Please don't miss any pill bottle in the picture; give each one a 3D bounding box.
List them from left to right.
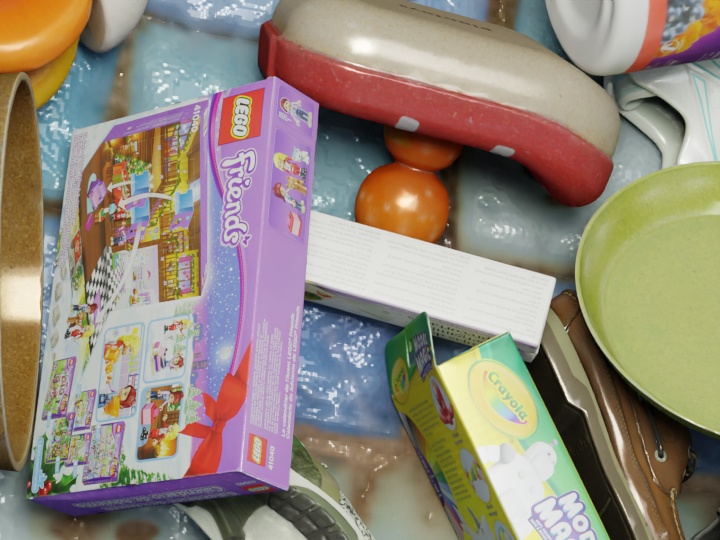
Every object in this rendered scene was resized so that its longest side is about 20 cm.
[{"bbox_3d":[0.205,-0.171,1.087,0.200,0.111,0.112,-11,80,-16],"label":"pill bottle"}]

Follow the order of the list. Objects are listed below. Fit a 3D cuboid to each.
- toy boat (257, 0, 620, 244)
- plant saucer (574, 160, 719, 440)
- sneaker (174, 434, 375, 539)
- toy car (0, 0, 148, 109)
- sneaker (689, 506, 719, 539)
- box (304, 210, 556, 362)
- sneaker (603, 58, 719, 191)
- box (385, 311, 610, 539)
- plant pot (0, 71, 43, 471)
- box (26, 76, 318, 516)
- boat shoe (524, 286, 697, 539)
[{"bbox_3d":[0.036,-0.070,1.095,0.200,0.131,0.131,14,103,-12],"label":"toy boat"},{"bbox_3d":[0.209,0.023,1.090,0.200,0.031,0.200,5,48,-5],"label":"plant saucer"},{"bbox_3d":[-0.056,0.101,1.046,0.077,0.089,0.200,-43,70,15],"label":"sneaker"},{"bbox_3d":[-0.203,-0.178,1.018,0.175,0.150,0.200,-25,85,-20],"label":"toy car"},{"bbox_3d":[0.204,0.154,1.054,0.082,0.200,0.077,5,44,5],"label":"sneaker"},{"bbox_3d":[0.000,0.000,1.069,0.200,0.039,0.042,15,74,3],"label":"box"},{"bbox_3d":[0.169,-0.137,1.164,0.080,0.070,0.201,-27,86,-18],"label":"sneaker"},{"bbox_3d":[0.075,0.113,1.046,0.048,0.117,0.200,-26,85,-14],"label":"box"},{"bbox_3d":[-0.256,-0.001,0.960,0.200,0.186,0.187,1,76,-2],"label":"plant pot"},{"bbox_3d":[-0.091,0.014,1.007,0.039,0.137,0.200,28,59,-48],"label":"box"},{"bbox_3d":[0.148,0.102,1.096,0.068,0.072,0.200,-18,83,-19],"label":"boat shoe"}]
